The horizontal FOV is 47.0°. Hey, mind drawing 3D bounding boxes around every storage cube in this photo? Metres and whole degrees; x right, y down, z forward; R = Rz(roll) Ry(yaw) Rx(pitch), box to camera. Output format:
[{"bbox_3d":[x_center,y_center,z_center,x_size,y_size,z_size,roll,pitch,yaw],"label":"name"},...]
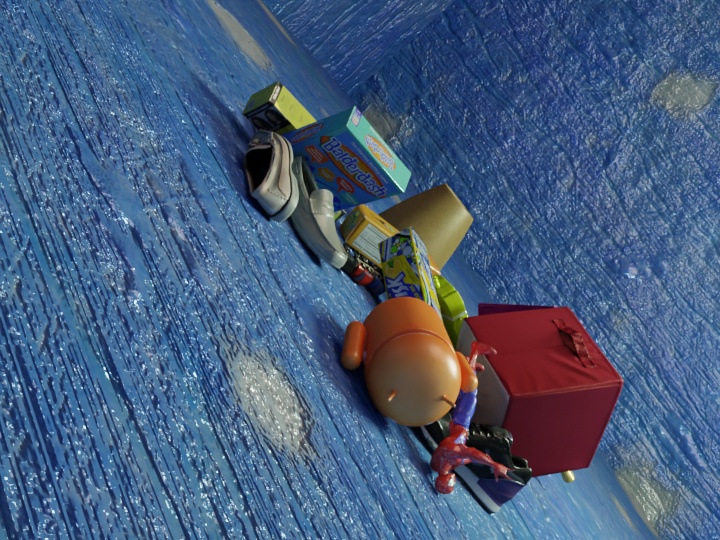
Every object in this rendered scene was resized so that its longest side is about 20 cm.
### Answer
[{"bbox_3d":[0.242,0.177,1.205,0.172,0.176,0.203,-116,-152,-49],"label":"storage cube"}]

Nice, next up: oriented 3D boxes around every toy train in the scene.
[{"bbox_3d":[0.000,0.000,1.330,0.199,0.034,0.046,34,23,-59],"label":"toy train"}]

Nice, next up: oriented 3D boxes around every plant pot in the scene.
[{"bbox_3d":[0.122,-0.076,1.663,0.187,0.199,0.187,48,11,-12],"label":"plant pot"}]

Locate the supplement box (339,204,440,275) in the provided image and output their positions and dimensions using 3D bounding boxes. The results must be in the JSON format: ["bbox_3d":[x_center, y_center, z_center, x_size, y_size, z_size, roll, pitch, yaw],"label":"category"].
[{"bbox_3d":[0.055,-0.038,1.529,0.199,0.069,0.067,38,15,-26],"label":"supplement box"}]

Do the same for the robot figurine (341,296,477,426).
[{"bbox_3d":[0.056,0.108,0.994,0.144,0.116,0.201,50,9,-21],"label":"robot figurine"}]

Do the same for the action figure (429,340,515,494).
[{"bbox_3d":[0.146,0.193,1.011,0.097,0.066,0.202,26,51,2],"label":"action figure"}]

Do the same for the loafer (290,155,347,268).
[{"bbox_3d":[-0.069,-0.091,1.229,0.202,0.069,0.070,57,14,28],"label":"loafer"}]

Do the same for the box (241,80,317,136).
[{"bbox_3d":[-0.099,-0.215,1.358,0.200,0.074,0.051,44,50,-33],"label":"box"}]

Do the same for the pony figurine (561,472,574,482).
[{"bbox_3d":[0.337,0.283,1.591,0.194,0.163,0.203,-94,161,-71],"label":"pony figurine"}]

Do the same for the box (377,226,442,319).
[{"bbox_3d":[0.083,0.030,1.366,0.064,0.069,0.203,45,27,-43],"label":"box"}]

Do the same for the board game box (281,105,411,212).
[{"bbox_3d":[-0.041,-0.166,1.306,0.152,0.197,0.046,44,52,-32],"label":"board game box"}]

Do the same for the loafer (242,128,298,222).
[{"bbox_3d":[-0.134,-0.149,1.162,0.062,0.072,0.202,34,22,-36],"label":"loafer"}]

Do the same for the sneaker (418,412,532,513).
[{"bbox_3d":[0.149,0.221,1.085,0.200,0.087,0.076,48,11,-22],"label":"sneaker"}]

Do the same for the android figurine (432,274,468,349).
[{"bbox_3d":[0.156,0.092,1.488,0.182,0.041,0.203,30,-35,64],"label":"android figurine"}]

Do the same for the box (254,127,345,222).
[{"bbox_3d":[-0.107,-0.181,1.464,0.200,0.035,0.111,46,12,-30],"label":"box"}]

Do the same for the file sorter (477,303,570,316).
[{"bbox_3d":[0.286,0.160,1.421,0.124,0.136,0.205,2,89,-57],"label":"file sorter"}]
